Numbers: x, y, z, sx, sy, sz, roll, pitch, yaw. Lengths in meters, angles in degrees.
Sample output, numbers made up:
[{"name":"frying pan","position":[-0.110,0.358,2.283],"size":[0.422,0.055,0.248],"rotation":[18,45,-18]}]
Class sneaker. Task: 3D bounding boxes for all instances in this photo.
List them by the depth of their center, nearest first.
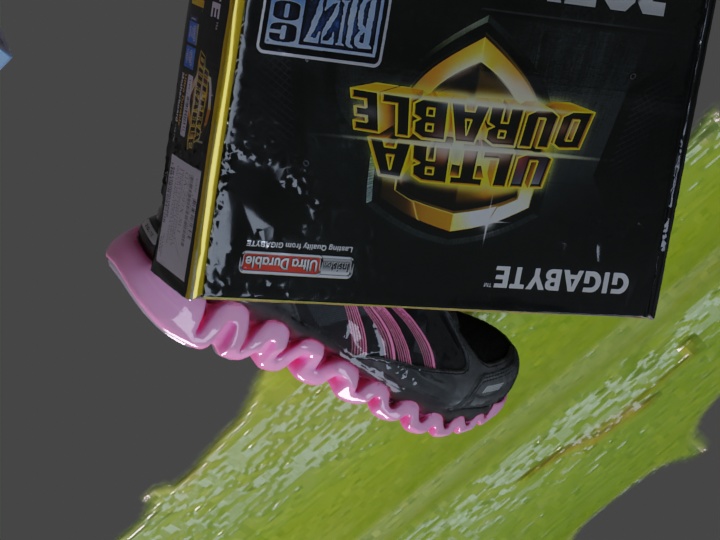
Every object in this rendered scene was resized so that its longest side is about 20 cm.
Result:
[{"name":"sneaker","position":[0.000,0.000,0.818],"size":[0.199,0.079,0.096],"rotation":[22,104,-39]}]

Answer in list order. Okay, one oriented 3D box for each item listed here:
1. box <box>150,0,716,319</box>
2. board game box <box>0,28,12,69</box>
[{"name":"box","position":[0.031,-0.066,0.751],"size":[0.199,0.049,0.161],"rotation":[4,101,-28]},{"name":"board game box","position":[-0.230,-0.083,0.655],"size":[0.134,0.034,0.200],"rotation":[-43,133,12]}]
